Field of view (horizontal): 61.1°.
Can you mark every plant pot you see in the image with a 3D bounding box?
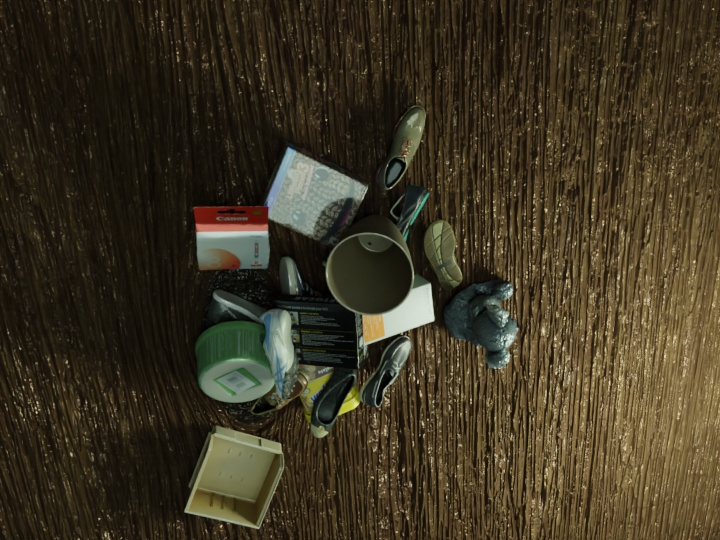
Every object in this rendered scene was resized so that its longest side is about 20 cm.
[{"bbox_3d":[0.029,-0.038,1.328,0.182,0.201,0.192,3,119,6],"label":"plant pot"}]

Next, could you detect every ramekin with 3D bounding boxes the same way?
[{"bbox_3d":[-0.283,0.217,1.406,0.194,0.099,0.203,-6,138,-5],"label":"ramekin"}]

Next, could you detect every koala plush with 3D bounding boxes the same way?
[{"bbox_3d":[0.312,0.136,1.492,0.178,0.200,0.182,-4,110,-10],"label":"koala plush"}]

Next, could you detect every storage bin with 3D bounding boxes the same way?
[{"bbox_3d":[-0.317,0.521,1.548,0.196,0.094,0.203,20,104,-17],"label":"storage bin"}]

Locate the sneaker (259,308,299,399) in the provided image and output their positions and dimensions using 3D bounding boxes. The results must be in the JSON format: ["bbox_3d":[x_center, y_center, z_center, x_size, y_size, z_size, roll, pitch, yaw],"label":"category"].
[{"bbox_3d":[-0.181,0.183,1.349,0.071,0.072,0.206,0,102,23],"label":"sneaker"}]

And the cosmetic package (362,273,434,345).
[{"bbox_3d":[0.071,0.092,1.437,0.196,0.071,0.104,-18,113,-19],"label":"cosmetic package"}]

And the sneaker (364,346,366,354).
[{"bbox_3d":[-0.025,0.143,1.502,0.084,0.075,0.206,-3,101,-2],"label":"sneaker"}]

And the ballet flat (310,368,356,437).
[{"bbox_3d":[-0.068,0.312,1.456,0.065,0.057,0.204,22,101,-15],"label":"ballet flat"}]

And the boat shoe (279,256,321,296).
[{"bbox_3d":[-0.133,0.057,1.451,0.091,0.074,0.205,-15,111,-24],"label":"boat shoe"}]

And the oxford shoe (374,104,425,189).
[{"bbox_3d":[0.100,-0.273,1.377,0.069,0.075,0.204,19,103,-16],"label":"oxford shoe"}]

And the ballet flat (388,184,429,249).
[{"bbox_3d":[0.095,-0.112,1.442,0.071,0.073,0.204,17,110,-16],"label":"ballet flat"}]

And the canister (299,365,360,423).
[{"bbox_3d":[-0.098,0.257,1.510,0.145,0.087,0.204,-21,110,-3],"label":"canister"}]

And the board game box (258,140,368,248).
[{"bbox_3d":[-0.107,-0.166,1.358,0.196,0.097,0.162,22,103,-18],"label":"board game box"}]

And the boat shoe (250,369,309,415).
[{"bbox_3d":[-0.193,0.298,1.456,0.072,0.068,0.199,44,132,-10],"label":"boat shoe"}]

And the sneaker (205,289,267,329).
[{"bbox_3d":[-0.276,0.132,1.442,0.197,0.071,0.101,28,105,-15],"label":"sneaker"}]

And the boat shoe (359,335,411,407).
[{"bbox_3d":[0.077,0.256,1.531,0.073,0.062,0.201,46,74,-31],"label":"boat shoe"}]

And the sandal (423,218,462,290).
[{"bbox_3d":[0.198,-0.041,1.493,0.079,0.054,0.203,-22,126,2],"label":"sandal"}]

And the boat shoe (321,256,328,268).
[{"bbox_3d":[0.001,0.000,1.456,0.197,0.072,0.067,24,97,-24],"label":"boat shoe"}]

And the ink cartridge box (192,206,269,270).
[{"bbox_3d":[-0.275,-0.066,1.320,0.157,0.201,0.051,-1,65,-11],"label":"ink cartridge box"}]

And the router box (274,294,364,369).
[{"bbox_3d":[-0.092,0.137,1.374,0.194,0.051,0.153,3,106,16],"label":"router box"}]
